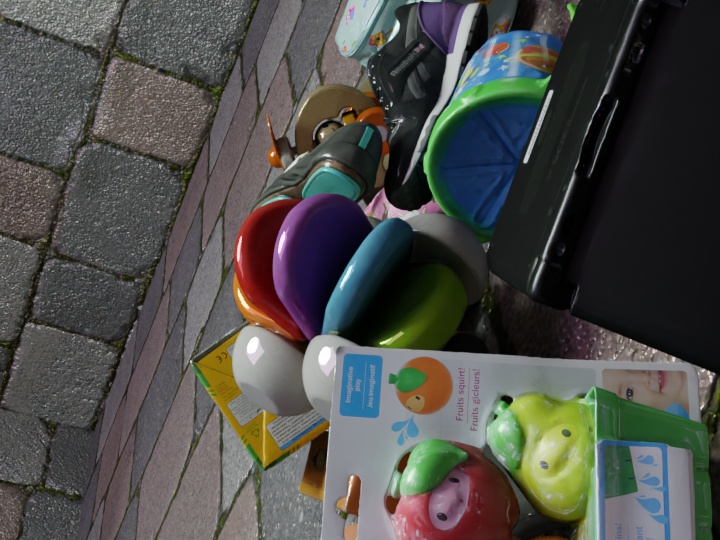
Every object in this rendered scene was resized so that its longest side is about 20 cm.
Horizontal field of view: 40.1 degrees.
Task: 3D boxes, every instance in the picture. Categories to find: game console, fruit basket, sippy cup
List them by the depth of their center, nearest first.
[{"bbox_3d":[0.078,0.130,0.505,0.094,0.198,0.187,99,177,-70],"label":"fruit basket"},{"bbox_3d":[0.176,-0.064,0.588,0.176,0.116,0.201,-129,59,-78],"label":"game console"},{"bbox_3d":[0.122,-0.112,0.754,0.177,0.140,0.131,-19,34,25],"label":"sippy cup"}]

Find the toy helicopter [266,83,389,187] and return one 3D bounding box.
[{"bbox_3d":[-0.039,-0.092,1.011,0.079,0.131,0.202,-108,26,-64],"label":"toy helicopter"}]

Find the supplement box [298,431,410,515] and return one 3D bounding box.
[{"bbox_3d":[-0.003,0.187,0.907,0.200,0.068,0.067,158,128,-72],"label":"supplement box"}]

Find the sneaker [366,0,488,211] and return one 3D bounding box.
[{"bbox_3d":[0.041,-0.140,0.825,0.076,0.087,0.201,71,-145,-59],"label":"sneaker"}]

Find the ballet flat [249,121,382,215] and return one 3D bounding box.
[{"bbox_3d":[-0.033,-0.071,0.833,0.200,0.068,0.069,-25,36,59],"label":"ballet flat"}]

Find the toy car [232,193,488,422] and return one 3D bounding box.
[{"bbox_3d":[-0.018,0.010,0.724,0.199,0.150,0.175,3,47,49],"label":"toy car"}]

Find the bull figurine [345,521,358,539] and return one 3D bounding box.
[{"bbox_3d":[0.016,0.273,0.789,0.200,0.065,0.122,-144,67,-78],"label":"bull figurine"}]

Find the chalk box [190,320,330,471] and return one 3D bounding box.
[{"bbox_3d":[-0.081,0.109,0.978,0.124,0.124,0.200,-35,-3,-8],"label":"chalk box"}]

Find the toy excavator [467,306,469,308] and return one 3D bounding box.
[{"bbox_3d":[0.000,0.000,0.897,0.100,0.199,0.195,-54,4,44],"label":"toy excavator"}]

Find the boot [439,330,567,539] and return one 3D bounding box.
[{"bbox_3d":[0.103,0.105,0.667,0.138,0.077,0.201,-36,34,38],"label":"boot"}]

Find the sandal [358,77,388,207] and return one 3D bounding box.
[{"bbox_3d":[0.032,-0.131,1.118,0.070,0.077,0.213,60,-156,-50],"label":"sandal"}]

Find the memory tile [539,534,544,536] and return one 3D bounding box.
[{"bbox_3d":[0.090,0.174,0.749,0.200,0.017,0.155,-161,89,-73],"label":"memory tile"}]

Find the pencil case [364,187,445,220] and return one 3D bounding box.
[{"bbox_3d":[0.068,-0.075,0.938,0.200,0.082,0.087,128,156,-50],"label":"pencil case"}]

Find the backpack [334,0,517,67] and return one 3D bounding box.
[{"bbox_3d":[0.067,-0.253,1.004,0.177,0.152,0.200,-60,29,21],"label":"backpack"}]
